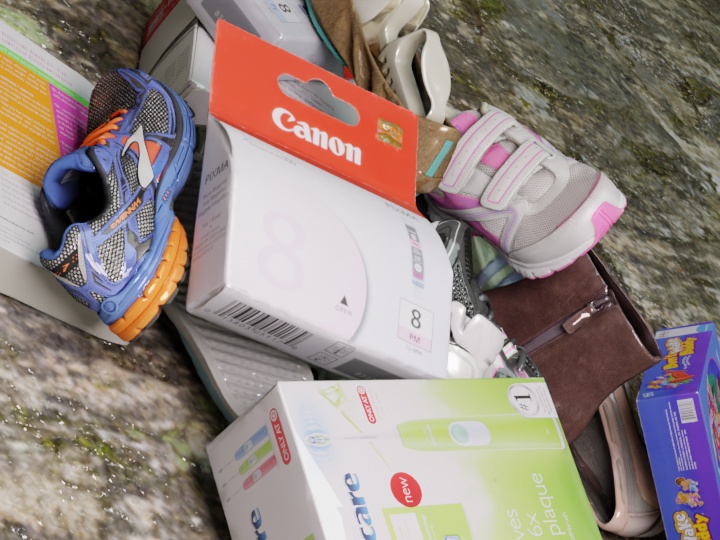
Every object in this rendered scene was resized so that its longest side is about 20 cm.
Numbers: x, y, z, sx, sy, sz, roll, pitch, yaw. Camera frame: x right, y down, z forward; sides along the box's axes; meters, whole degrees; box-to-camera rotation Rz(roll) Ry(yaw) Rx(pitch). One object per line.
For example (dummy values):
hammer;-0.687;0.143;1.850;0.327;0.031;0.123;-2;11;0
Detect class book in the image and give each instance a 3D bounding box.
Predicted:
book;-0.195;-0.060;1.307;0.133;0.048;0.201;28;32;-38

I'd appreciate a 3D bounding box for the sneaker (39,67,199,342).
sneaker;-0.143;-0.054;1.263;0.078;0.075;0.201;32;31;-30

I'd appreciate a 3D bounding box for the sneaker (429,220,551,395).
sneaker;0.080;0.067;1.422;0.080;0.086;0.201;38;46;-76

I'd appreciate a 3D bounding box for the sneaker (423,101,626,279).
sneaker;0.090;-0.059;1.446;0.200;0.081;0.088;19;-27;53

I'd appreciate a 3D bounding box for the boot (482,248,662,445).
boot;0.095;0.031;1.491;0.200;0.166;0.072;55;25;18

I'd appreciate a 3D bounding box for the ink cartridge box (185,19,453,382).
ink cartridge box;-0.018;-0.042;1.281;0.162;0.057;0.201;24;60;-32

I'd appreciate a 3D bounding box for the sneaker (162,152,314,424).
sneaker;-0.086;0.025;1.332;0.082;0.074;0.201;96;-26;-65

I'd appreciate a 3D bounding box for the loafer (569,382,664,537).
loafer;0.162;0.105;1.616;0.063;0.072;0.201;2;52;-48

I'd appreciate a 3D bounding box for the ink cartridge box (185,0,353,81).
ink cartridge box;-0.060;-0.206;1.545;0.160;0.047;0.200;52;27;16

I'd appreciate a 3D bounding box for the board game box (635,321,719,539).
board game box;0.247;0.156;1.582;0.135;0.045;0.201;-55;133;-66

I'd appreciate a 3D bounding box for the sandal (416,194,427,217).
sandal;-0.001;0.000;1.472;0.201;0.076;0.043;-82;158;-52

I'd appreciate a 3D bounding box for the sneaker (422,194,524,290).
sneaker;0.099;0.031;1.611;0.090;0.067;0.201;12;48;-37

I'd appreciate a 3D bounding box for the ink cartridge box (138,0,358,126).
ink cartridge box;-0.079;-0.111;1.525;0.147;0.083;0.200;36;26;-20

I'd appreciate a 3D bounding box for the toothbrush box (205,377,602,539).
toothbrush box;0.031;0.143;1.236;0.199;0.086;0.146;2;59;-37

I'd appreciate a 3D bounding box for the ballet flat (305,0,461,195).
ballet flat;0.022;-0.141;1.445;0.068;0.072;0.201;16;41;-38

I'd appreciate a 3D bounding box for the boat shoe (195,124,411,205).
boat shoe;-0.062;-0.039;1.405;0.199;0.068;0.072;13;65;13

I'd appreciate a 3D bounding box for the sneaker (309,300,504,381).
sneaker;-0.014;0.039;1.365;0.199;0.081;0.075;18;-10;23
